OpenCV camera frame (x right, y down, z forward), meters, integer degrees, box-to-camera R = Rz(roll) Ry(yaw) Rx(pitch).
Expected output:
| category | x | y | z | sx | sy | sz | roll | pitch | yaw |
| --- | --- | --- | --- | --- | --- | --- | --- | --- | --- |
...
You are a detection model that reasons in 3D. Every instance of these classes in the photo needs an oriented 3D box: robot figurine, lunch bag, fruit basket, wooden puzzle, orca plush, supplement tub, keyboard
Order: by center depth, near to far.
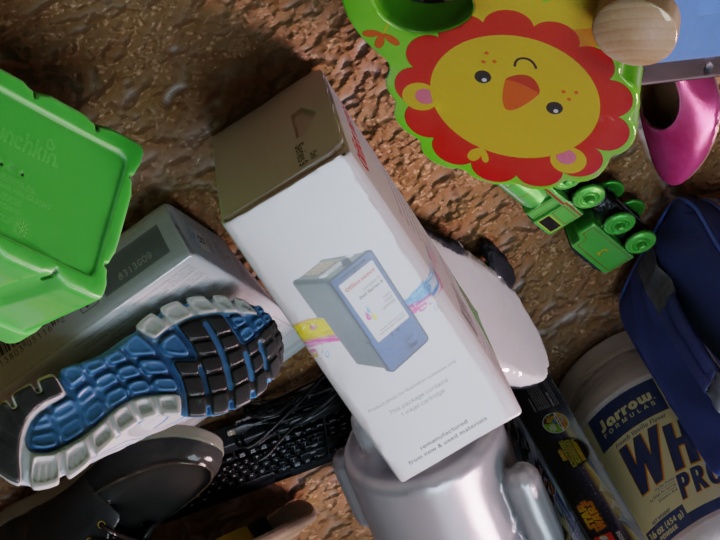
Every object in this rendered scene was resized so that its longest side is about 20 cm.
| category | x | y | z | sx | sy | sz | roll | pitch | yaw |
| --- | --- | --- | --- | --- | --- | --- | --- | --- | --- |
| fruit basket | -0.251 | -0.042 | 1.098 | 0.214 | 0.156 | 0.216 | 13 | 165 | 4 |
| orca plush | 0.040 | 0.026 | 1.333 | 0.071 | 0.106 | 0.200 | -16 | 153 | 39 |
| lunch bag | 0.270 | 0.048 | 1.367 | 0.132 | 0.200 | 0.136 | -4 | 135 | -25 |
| robot figurine | 0.059 | 0.158 | 1.386 | 0.113 | 0.169 | 0.201 | -50 | 132 | -37 |
| keyboard | -0.056 | 0.126 | 1.403 | 0.199 | 0.040 | 0.104 | -21 | 140 | -10 |
| wooden puzzle | -0.128 | 0.227 | 1.405 | 0.185 | 0.037 | 0.200 | -36 | 178 | 11 |
| supplement tub | 0.234 | 0.152 | 1.455 | 0.144 | 0.200 | 0.145 | -14 | 138 | -13 |

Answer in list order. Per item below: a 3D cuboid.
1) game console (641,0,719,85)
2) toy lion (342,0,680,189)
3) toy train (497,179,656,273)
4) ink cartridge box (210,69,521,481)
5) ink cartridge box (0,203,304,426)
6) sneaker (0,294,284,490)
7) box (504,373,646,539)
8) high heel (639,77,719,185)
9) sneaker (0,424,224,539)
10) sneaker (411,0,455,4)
| category | x | y | z | sx | sy | sz | roll | pitch | yaw |
| --- | --- | --- | --- | --- | --- | --- | --- | --- | --- |
| game console | 0.238 | -0.188 | 1.142 | 0.199 | 0.119 | 0.172 | -10 | 175 | -34 |
| toy lion | 0.075 | -0.130 | 1.106 | 0.199 | 0.069 | 0.192 | 27 | 138 | -14 |
| toy train | 0.128 | -0.055 | 1.317 | 0.056 | 0.042 | 0.200 | -31 | 139 | 23 |
| ink cartridge box | 0.000 | 0.000 | 1.180 | 0.087 | 0.145 | 0.200 | -30 | 114 | 6 |
| ink cartridge box | -0.134 | 0.045 | 1.300 | 0.160 | 0.047 | 0.200 | -36 | 154 | 10 |
| sneaker | -0.143 | 0.074 | 1.232 | 0.199 | 0.075 | 0.087 | -22 | 177 | -20 |
| box | 0.141 | 0.165 | 1.423 | 0.040 | 0.200 | 0.137 | -18 | 138 | -12 |
| high heel | 0.171 | -0.130 | 1.232 | 0.096 | 0.067 | 0.201 | -20 | 134 | -21 |
| sneaker | -0.164 | 0.184 | 1.333 | 0.200 | 0.107 | 0.075 | -32 | 137 | 29 |
| sneaker | 0.094 | -0.144 | 1.188 | 0.082 | 0.074 | 0.200 | -35 | 130 | 14 |
